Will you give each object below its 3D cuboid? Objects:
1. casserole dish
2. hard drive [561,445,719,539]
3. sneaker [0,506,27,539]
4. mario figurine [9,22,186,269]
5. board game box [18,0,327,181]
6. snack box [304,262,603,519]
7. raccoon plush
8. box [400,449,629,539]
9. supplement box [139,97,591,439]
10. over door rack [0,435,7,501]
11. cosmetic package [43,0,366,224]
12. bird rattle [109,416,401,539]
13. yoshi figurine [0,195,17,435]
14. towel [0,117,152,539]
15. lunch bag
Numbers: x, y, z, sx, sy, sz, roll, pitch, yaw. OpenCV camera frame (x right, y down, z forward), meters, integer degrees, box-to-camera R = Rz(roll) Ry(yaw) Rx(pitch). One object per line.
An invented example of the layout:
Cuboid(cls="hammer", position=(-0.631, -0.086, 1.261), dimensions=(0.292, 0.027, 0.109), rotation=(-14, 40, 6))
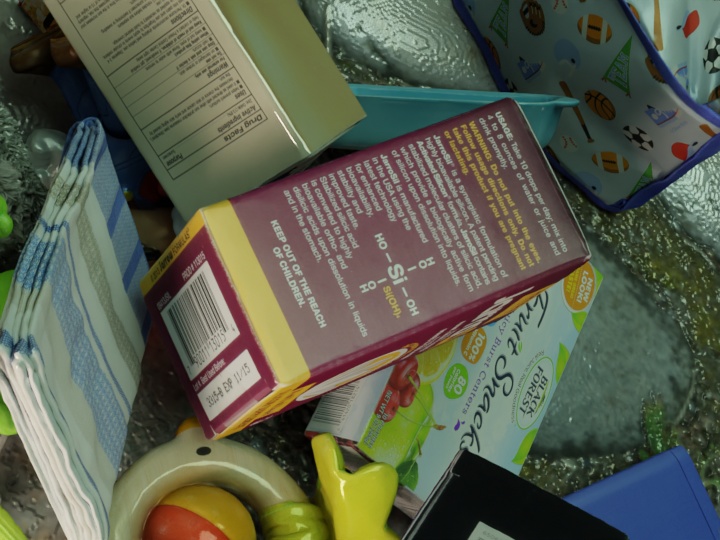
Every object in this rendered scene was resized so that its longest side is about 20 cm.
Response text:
Cuboid(cls="casserole dish", position=(0.040, -0.098, 1.173), dimensions=(0.199, 0.121, 0.039), rotation=(5, 99, 13))
Cuboid(cls="hard drive", position=(0.184, 0.194, 1.164), dimensions=(0.200, 0.025, 0.132), rotation=(-12, 75, -54))
Cuboid(cls="sneaker", position=(-0.178, 0.189, 0.915), dimensions=(0.200, 0.074, 0.084), rotation=(45, 61, 5))
Cuboid(cls="mario figurine", position=(-0.142, -0.046, 1.068), dimensions=(0.106, 0.123, 0.200), rotation=(-26, 106, 2))
Cuboid(cls="board game box", position=(-0.109, -0.129, 1.104), dimensions=(0.046, 0.151, 0.200), rotation=(-40, 92, -35))
Cuboid(cls="snack box", position=(0.063, 0.051, 1.130), dimensions=(0.142, 0.053, 0.200), rotation=(42, 66, -40))
Cuboid(cls="raccoon plush", position=(-0.214, -0.041, 1.049), dimensions=(0.134, 0.097, 0.200), rotation=(-93, 157, -63))
Cuboid(cls="box", position=(0.050, 0.222, 0.973), dimensions=(0.104, 0.200, 0.148), rotation=(27, 47, 12))
Cuboid(cls="supplement box", position=(0.000, 0.000, 0.984), dimensions=(0.200, 0.131, 0.103), rotation=(-22, 81, -25))
Cuboid(cls="over door rack", position=(-0.258, 0.077, 0.986), dimensions=(0.148, 0.067, 0.200), rotation=(30, 58, -16))
Cuboid(cls="cosmetic package", position=(-0.097, -0.137, 0.994), dimensions=(0.200, 0.105, 0.071), rotation=(59, 37, -6))
Cuboid(cls="bird rattle", position=(-0.074, 0.172, 0.997), dimensions=(0.163, 0.113, 0.200), rotation=(36, 69, 4))
Cuboid(cls="yoshi figurine", position=(-0.193, 0.025, 0.903), dimensions=(0.112, 0.200, 0.112), rotation=(44, 89, -3))
Cuboid(cls="towel", position=(-0.140, 0.031, 0.942), dimensions=(0.024, 0.147, 0.200), rotation=(-6, 38, 10))
Cuboid(cls="lunch bag", position=(0.183, -0.156, 1.268), dimensions=(0.124, 0.170, 0.200), rotation=(-20, 79, -29))
